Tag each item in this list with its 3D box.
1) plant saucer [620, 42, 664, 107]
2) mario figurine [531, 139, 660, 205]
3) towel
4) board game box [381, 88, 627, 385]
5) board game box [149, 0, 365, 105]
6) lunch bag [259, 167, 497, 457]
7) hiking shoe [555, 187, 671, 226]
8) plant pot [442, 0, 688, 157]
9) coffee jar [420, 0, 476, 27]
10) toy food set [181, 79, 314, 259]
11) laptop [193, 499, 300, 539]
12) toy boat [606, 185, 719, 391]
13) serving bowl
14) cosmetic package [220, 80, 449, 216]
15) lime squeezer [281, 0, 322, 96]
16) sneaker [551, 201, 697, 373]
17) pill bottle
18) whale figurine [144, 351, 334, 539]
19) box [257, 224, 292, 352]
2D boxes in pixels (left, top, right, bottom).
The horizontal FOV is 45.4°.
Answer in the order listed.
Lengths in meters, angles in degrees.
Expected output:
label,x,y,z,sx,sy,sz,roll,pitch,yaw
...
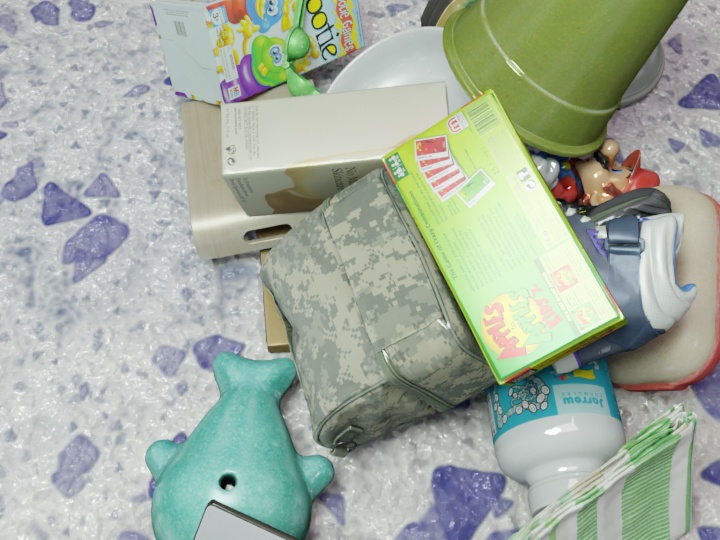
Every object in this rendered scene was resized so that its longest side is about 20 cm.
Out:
label,x,y,z,sx,sy,sz,roll,pitch,yaw
plant saucer,0.275,-0.284,1.041,0.199,0.050,0.201,2,58,-4
mario figurine,0.212,-0.113,0.896,0.199,0.106,0.124,10,58,4
towel,0.190,0.209,0.670,0.199,0.153,0.023,-30,38,-22
board game box,0.108,-0.025,0.658,0.101,0.048,0.201,-31,73,15
board game box,-0.106,-0.265,0.929,0.200,0.103,0.105,-32,36,-32
lunch bag,0.007,0.037,0.737,0.167,0.139,0.201,-31,58,15
hiking shoe,0.192,-0.041,0.811,0.076,0.200,0.101,31,44,-37
plant pot,0.209,-0.244,0.801,0.199,0.190,0.201,18,48,-21
coffee jar,0.157,-0.244,0.979,0.104,0.085,0.200,-11,57,-38
toy food set,-0.104,-0.108,0.887,0.143,0.061,0.201,-10,57,-3
laptop,-0.068,0.302,0.599,0.186,0.201,0.116,24,26,2
toy boat,0.297,0.023,0.818,0.130,0.130,0.201,23,68,-37
serving bowl,0.051,-0.156,0.906,0.199,0.066,0.201,-15,58,25
cosmetic package,-0.018,-0.106,0.775,0.199,0.105,0.071,-5,73,6
lime squeezer,-0.050,-0.220,0.873,0.038,0.070,0.201,-3,74,-55
sneaker,0.183,-0.028,0.703,0.146,0.081,0.201,-27,68,7
pill bottle,0.164,0.110,0.748,0.110,0.111,0.201,-3,58,-6
whale figurine,-0.099,0.152,0.705,0.158,0.104,0.201,7,60,1
box,0.000,0.000,0.857,0.199,0.021,0.164,-4,58,-7
